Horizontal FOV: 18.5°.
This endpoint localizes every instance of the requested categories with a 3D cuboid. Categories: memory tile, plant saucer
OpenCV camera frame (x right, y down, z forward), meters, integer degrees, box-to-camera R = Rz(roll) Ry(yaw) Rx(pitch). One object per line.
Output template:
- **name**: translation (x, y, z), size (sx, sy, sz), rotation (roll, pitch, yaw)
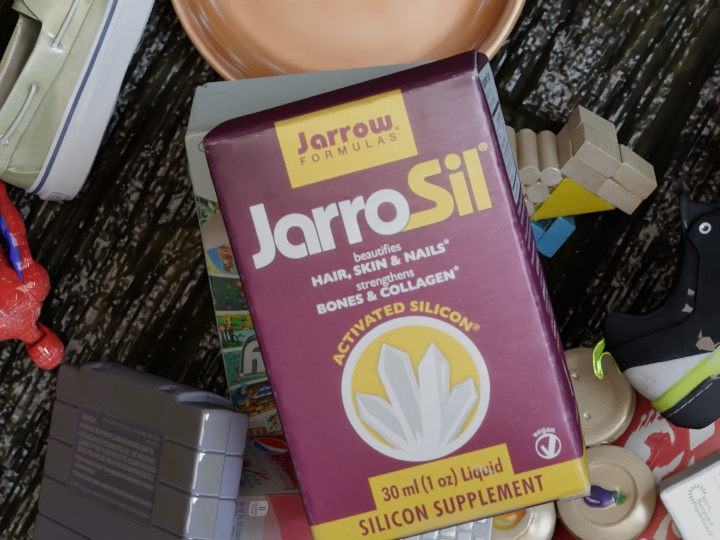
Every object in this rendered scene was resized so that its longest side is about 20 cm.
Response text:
- **memory tile**: translation (0.073, 0.144, 1.077), size (0.153, 0.017, 0.200), rotation (-11, 72, 12)
- **plant saucer**: translation (-0.006, -0.176, 1.182), size (0.200, 0.037, 0.200), rotation (0, 90, 4)

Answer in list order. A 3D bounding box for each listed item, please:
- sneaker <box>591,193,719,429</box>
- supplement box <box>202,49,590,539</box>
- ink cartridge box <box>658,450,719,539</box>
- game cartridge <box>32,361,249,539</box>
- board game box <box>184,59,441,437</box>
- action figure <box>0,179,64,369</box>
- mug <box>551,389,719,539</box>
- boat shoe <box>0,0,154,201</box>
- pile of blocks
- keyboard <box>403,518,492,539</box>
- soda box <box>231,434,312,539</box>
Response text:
- **sneaker**: translation (0.186, -0.016, 1.023), size (0.083, 0.072, 0.200), rotation (42, 93, 5)
- **supplement box**: translation (0.020, 0.013, 1.013), size (0.131, 0.103, 0.200), rotation (-15, 98, 7)
- **ink cartridge box**: translation (0.250, 0.100, 1.038), size (0.200, 0.039, 0.099), rotation (-27, 90, 9)
- **game cartridge**: translation (-0.114, 0.117, 1.118), size (0.038, 0.200, 0.130), rotation (13, 88, -28)
- **board game box**: translation (0.000, 0.000, 1.125), size (0.148, 0.064, 0.200), rotation (-5, 119, 5)
- **action figure**: translation (-0.222, -0.030, 1.193), size (0.065, 0.052, 0.200), rotation (-34, 92, 9)
- **mug**: translation (0.128, 0.155, 1.113), size (0.178, 0.133, 0.200), rotation (29, 88, -33)
- **boat shoe**: translation (-0.152, -0.136, 1.169), size (0.062, 0.072, 0.200), rotation (15, 93, -26)
- **pile of blocks**: translation (0.054, -0.042, 1.171), size (0.200, 0.062, 0.082), rotation (-2, 119, 3)
- **keyboard**: translation (0.036, 0.128, 1.074), size (0.056, 0.011, 0.200), rotation (4, 76, 10)
- **soda box**: translation (-0.062, 0.187, 1.131), size (0.063, 0.070, 0.200), rotation (0, 113, -24)
